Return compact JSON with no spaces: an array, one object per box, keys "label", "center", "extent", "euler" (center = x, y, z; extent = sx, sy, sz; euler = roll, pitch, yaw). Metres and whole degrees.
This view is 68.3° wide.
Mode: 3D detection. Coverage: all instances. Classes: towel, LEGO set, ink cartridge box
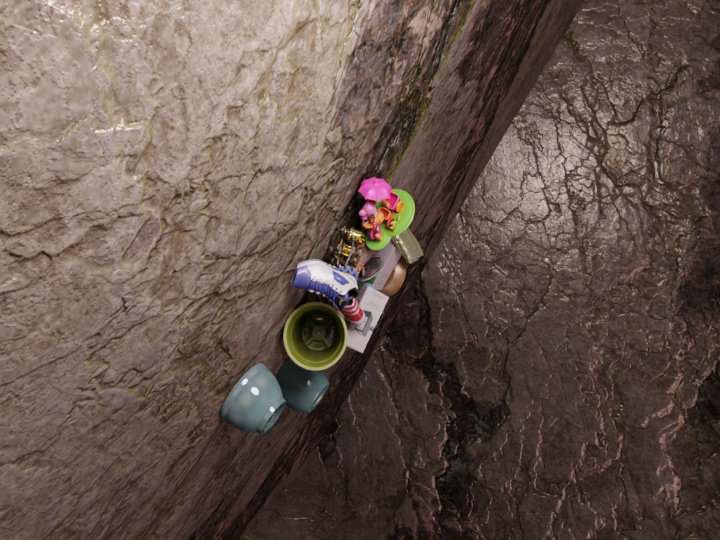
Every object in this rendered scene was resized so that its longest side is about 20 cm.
[{"label":"towel","center":[0.154,-0.124,1.928],"extent":[0.036,0.203,0.148],"euler":[-34,179,27]},{"label":"LEGO set","center":[-0.074,-0.037,1.546],"extent":[0.156,0.113,0.202],"euler":[-86,-161,-49]},{"label":"ink cartridge box","center":[0.003,0.153,1.758],"extent":[0.204,0.083,0.146],"euler":[-64,-169,0]}]

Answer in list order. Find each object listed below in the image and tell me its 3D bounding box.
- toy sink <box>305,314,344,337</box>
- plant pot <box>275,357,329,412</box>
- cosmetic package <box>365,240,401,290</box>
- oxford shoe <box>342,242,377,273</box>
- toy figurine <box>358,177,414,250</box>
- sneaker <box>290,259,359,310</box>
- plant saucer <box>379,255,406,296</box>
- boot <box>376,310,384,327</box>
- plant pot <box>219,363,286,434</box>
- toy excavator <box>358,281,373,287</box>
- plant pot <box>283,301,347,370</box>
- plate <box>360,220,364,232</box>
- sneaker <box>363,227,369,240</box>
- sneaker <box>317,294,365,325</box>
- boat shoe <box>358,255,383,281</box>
[{"label":"toy sink","center":[-0.096,0.202,1.946],"extent":[0.132,0.111,0.199],"euler":[-61,166,22]},{"label":"plant pot","center":[-0.210,0.416,1.930],"extent":[0.202,0.159,0.201],"euler":[-51,167,-17]},{"label":"cosmetic package","center":[0.071,-0.038,1.977],"extent":[0.084,0.107,0.203],"euler":[-1,124,-55]},{"label":"oxford shoe","center":[-0.009,-0.018,1.661],"extent":[0.199,0.074,0.070],"euler":[-38,140,29]},{"label":"toy figurine","center":[0.045,-0.179,1.519],"extent":[0.203,0.149,0.184],"euler":[-57,148,-2]},{"label":"sneaker","center":[-0.082,0.042,1.425],"extent":[0.194,0.116,0.082],"euler":[6,128,-25]},{"label":"plant saucer","center":[0.091,-0.002,2.046],"extent":[0.035,0.201,0.203],"euler":[10,117,-43]},{"label":"boot","center":[0.035,0.123,2.037],"extent":[0.068,0.172,0.205],"euler":[25,67,-37]},{"label":"plant pot","center":[-0.308,0.405,1.600],"extent":[0.202,0.133,0.201],"euler":[-51,166,-17]},{"label":"toy excavator","center":[-0.036,0.086,1.865],"extent":[0.194,0.099,0.203],"euler":[-41,142,-22]},{"label":"plant pot","center":[-0.139,0.203,1.693],"extent":[0.202,0.198,0.190],"euler":[-55,180,-4]},{"label":"plate","center":[0.051,-0.150,1.741],"extent":[0.199,0.032,0.204],"euler":[-37,144,-46]},{"label":"sneaker","center":[0.074,-0.146,1.693],"extent":[0.199,0.073,0.088],"euler":[-41,157,-29]},{"label":"sneaker","center":[-0.071,0.081,1.631],"extent":[0.071,0.198,0.113],"euler":[-47,143,-17]},{"label":"boat shoe","center":[0.000,0.000,1.783],"extent":[0.196,0.074,0.065],"euler":[-22,175,-22]}]
